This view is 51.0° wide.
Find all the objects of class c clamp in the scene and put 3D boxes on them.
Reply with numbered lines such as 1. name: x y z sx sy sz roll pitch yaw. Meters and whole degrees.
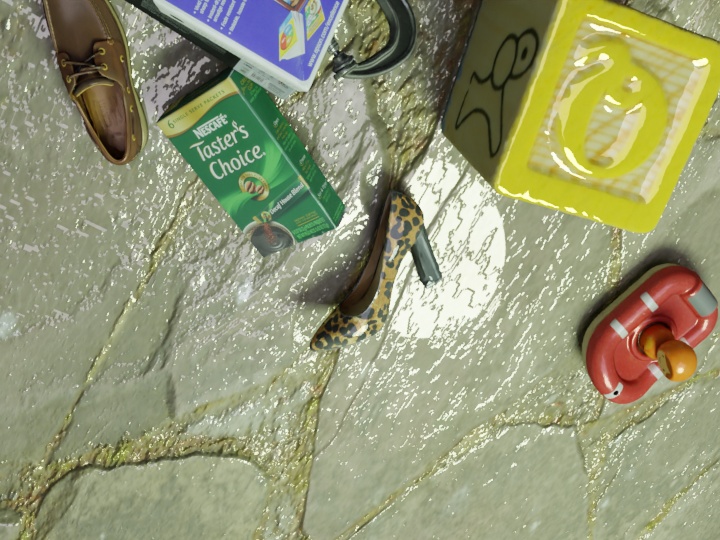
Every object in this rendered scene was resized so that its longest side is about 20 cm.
1. c clamp: -0.036 -0.266 0.730 0.171 0.027 0.201 -46 106 -25

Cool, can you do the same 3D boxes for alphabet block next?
1. alphabet block: 0.220 -0.181 0.791 0.191 0.201 0.199 11 113 -15

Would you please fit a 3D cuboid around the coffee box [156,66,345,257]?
1. coffee box: -0.118 -0.115 0.830 0.121 0.044 0.202 -17 121 33

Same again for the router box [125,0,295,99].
1. router box: -0.119 -0.290 0.732 0.197 0.052 0.160 27 77 -21

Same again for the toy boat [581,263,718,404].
1. toy boat: 0.395 0.099 1.001 0.130 0.131 0.200 40 103 -24

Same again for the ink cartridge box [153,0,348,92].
1. ink cartridge box: -0.092 -0.293 0.655 0.197 0.043 0.202 26 87 -23

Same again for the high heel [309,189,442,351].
1. high heel: 0.000 0.000 0.911 0.198 0.071 0.144 -34 124 -12

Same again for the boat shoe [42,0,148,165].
1. boat shoe: -0.270 -0.205 0.773 0.070 0.068 0.204 -15 116 -3
